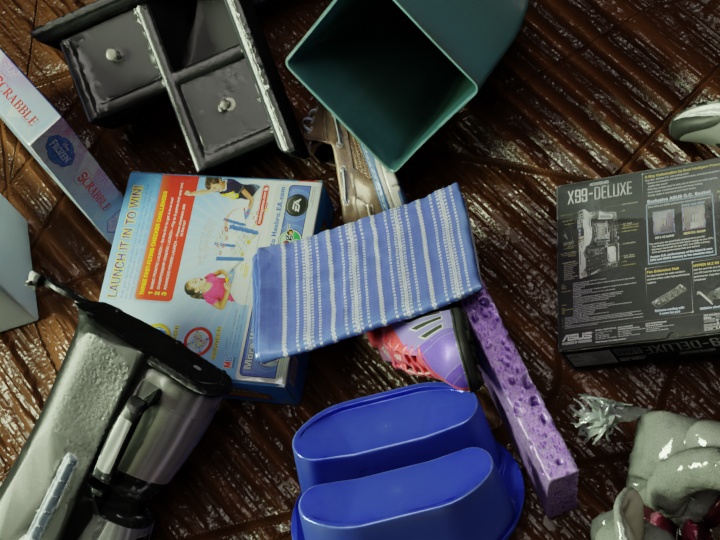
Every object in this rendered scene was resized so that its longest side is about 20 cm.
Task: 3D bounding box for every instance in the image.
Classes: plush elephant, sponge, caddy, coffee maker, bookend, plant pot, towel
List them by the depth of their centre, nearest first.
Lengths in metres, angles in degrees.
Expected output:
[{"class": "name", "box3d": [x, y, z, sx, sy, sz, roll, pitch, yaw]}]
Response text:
[{"class": "plush elephant", "box3d": [0.241, 0.191, 0.984, 0.197, 0.165, 0.157, 13, 83, 12]}, {"class": "caddy", "box3d": [0.034, 0.180, 1.065, 0.197, 0.106, 0.142, -14, 41, 4]}, {"class": "sponge", "box3d": [0.124, 0.097, 1.074, 0.029, 0.112, 0.202, -23, 63, -1]}, {"class": "towel", "box3d": [0.000, 0.000, 1.091, 0.197, 0.024, 0.146, -19, 36, 10]}, {"class": "coffee maker", "box3d": [-0.229, 0.139, 1.102, 0.191, 0.134, 0.202, 31, 95, 31]}, {"class": "plant pot", "box3d": [0.061, -0.224, 1.184, 0.141, 0.141, 0.200, 44, 47, -5]}, {"class": "bookend", "box3d": [-0.178, -0.169, 1.238, 0.198, 0.092, 0.201, -21, 89, 7]}]

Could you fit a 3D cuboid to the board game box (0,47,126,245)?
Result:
[{"class": "board game box", "box3d": [-0.309, -0.140, 1.229, 0.041, 0.200, 0.200, -41, 65, -8]}]

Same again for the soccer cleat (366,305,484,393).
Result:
[{"class": "soccer cleat", "box3d": [0.051, 0.063, 1.061, 0.072, 0.200, 0.069, -13, 100, -5]}]

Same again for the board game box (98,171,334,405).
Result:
[{"class": "board game box", "box3d": [-0.136, 0.014, 1.201, 0.193, 0.056, 0.203, 4, 67, 15]}]

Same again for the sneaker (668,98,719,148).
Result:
[{"class": "sneaker", "box3d": [0.363, -0.102, 1.134, 0.198, 0.074, 0.081, 16, 94, 25]}]

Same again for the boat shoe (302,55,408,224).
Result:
[{"class": "boat shoe", "box3d": [-0.017, -0.132, 1.230, 0.071, 0.072, 0.202, -20, 64, 3]}]

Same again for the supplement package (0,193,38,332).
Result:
[{"class": "supplement package", "box3d": [-0.424, 0.005, 1.235, 0.197, 0.118, 0.118, -17, 63, 5]}]

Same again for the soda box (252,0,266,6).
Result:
[{"class": "soda box", "box3d": [-0.128, -0.296, 1.320, 0.198, 0.070, 0.064, -24, 97, 0]}]

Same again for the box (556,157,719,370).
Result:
[{"class": "box", "box3d": [0.264, -0.008, 1.098, 0.197, 0.050, 0.160, -10, 63, 25]}]
